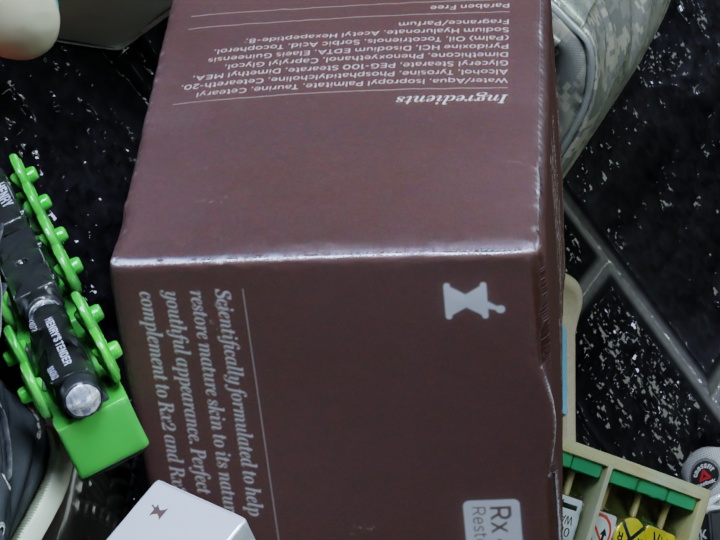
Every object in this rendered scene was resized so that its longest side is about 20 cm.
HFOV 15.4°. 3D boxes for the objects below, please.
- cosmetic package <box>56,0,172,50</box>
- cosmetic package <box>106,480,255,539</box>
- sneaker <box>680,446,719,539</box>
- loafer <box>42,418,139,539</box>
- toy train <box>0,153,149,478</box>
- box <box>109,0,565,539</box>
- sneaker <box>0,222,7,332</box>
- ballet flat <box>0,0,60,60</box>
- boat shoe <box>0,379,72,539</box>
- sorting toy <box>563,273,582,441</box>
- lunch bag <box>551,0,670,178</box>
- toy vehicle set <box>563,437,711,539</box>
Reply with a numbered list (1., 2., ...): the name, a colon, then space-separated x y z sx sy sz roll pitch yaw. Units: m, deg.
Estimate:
1. cosmetic package: -0.128 -0.213 1.195 0.087 0.103 0.201 7 66 -41
2. cosmetic package: -0.093 0.200 0.961 0.200 0.051 0.151 -50 138 -26
3. sneaker: 0.185 0.140 1.345 0.089 0.074 0.200 50 34 -13
4. loafer: -0.141 0.140 1.038 0.073 0.070 0.201 58 41 -56
5. toy train: -0.124 0.015 1.044 0.057 0.042 0.200 67 -6 -31
6. box: 0.000 0.000 1.086 0.201 0.163 0.167 -83 170 -54
7. sneaker: -0.168 -0.003 0.983 0.080 0.078 0.201 67 2 -50
8. ballet flat: -0.212 -0.153 1.107 0.200 0.069 0.070 45 44 -3
9. boat shoe: -0.159 0.106 0.938 0.066 0.074 0.200 65 33 -32
10. sorting toy: 0.041 0.057 1.268 0.184 0.036 0.201 29 52 -31
11. lunch bag: 0.065 -0.108 1.255 0.139 0.168 0.200 47 33 -7
12. toy vehicle set: 0.068 0.134 1.222 0.199 0.026 0.125 20 84 -36
